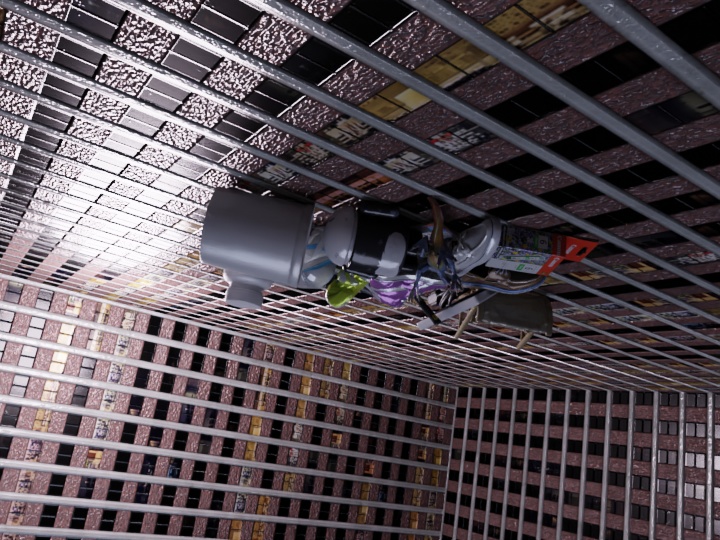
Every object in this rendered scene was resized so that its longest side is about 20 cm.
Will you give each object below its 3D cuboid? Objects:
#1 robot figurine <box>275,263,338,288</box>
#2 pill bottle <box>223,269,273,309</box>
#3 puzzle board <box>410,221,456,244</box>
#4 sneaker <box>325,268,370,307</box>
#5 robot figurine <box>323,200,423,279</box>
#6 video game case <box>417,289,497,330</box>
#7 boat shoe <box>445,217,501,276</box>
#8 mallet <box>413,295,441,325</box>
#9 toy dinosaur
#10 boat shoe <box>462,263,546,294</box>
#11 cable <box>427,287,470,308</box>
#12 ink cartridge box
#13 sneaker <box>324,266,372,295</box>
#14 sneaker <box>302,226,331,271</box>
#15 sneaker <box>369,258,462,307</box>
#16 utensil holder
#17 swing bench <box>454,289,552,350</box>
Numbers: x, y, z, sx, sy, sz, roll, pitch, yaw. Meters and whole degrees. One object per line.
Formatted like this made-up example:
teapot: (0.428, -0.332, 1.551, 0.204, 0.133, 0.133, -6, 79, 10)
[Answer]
robot figurine: (-0.142, -0.019, 1.517, 0.198, 0.114, 0.170, 3, 140, 24)
pill bottle: (-0.240, -0.021, 1.400, 0.111, 0.202, 0.112, 8, 165, 2)
puzzle board: (0.134, -0.053, 1.366, 0.199, 0.018, 0.150, -8, 152, 45)
sneaker: (0.000, 0.000, 1.458, 0.200, 0.076, 0.105, -41, -178, 26)
robot figurine: (0.025, -0.058, 1.264, 0.198, 0.152, 0.125, 11, -179, -9)
video game case: (0.253, 0.073, 1.489, 0.181, 0.024, 0.199, -23, 174, -43)
boat shoe: (0.206, -0.042, 1.248, 0.065, 0.074, 0.200, 8, 150, -17)
mallet: (0.123, 0.040, 1.467, 0.200, 0.066, 0.041, 45, 150, 12)
toy dinosaur: (0.165, -0.020, 1.220, 0.104, 0.202, 0.181, 17, -179, 19)
boat shoe: (0.293, 0.003, 1.354, 0.198, 0.073, 0.072, -3, 148, 24)
cable: (0.250, 0.042, 1.507, 0.162, 0.051, 0.200, -21, 171, -14)
ink cartridge box: (0.359, -0.033, 1.267, 0.198, 0.051, 0.109, 10, 159, 1)
sneaker: (-0.049, 0.033, 1.623, 0.199, 0.083, 0.072, 26, -178, 8)
sneaker: (-0.059, -0.063, 1.379, 0.198, 0.082, 0.076, -21, 174, 22)
sneaker: (0.120, 0.030, 1.384, 0.198, 0.073, 0.115, 3, 134, 4)
utensil holder: (-0.205, -0.070, 1.275, 0.198, 0.172, 0.170, 13, 165, -3)
swing bench: (0.375, 0.115, 1.675, 0.197, 0.131, 0.200, 12, 159, -7)
